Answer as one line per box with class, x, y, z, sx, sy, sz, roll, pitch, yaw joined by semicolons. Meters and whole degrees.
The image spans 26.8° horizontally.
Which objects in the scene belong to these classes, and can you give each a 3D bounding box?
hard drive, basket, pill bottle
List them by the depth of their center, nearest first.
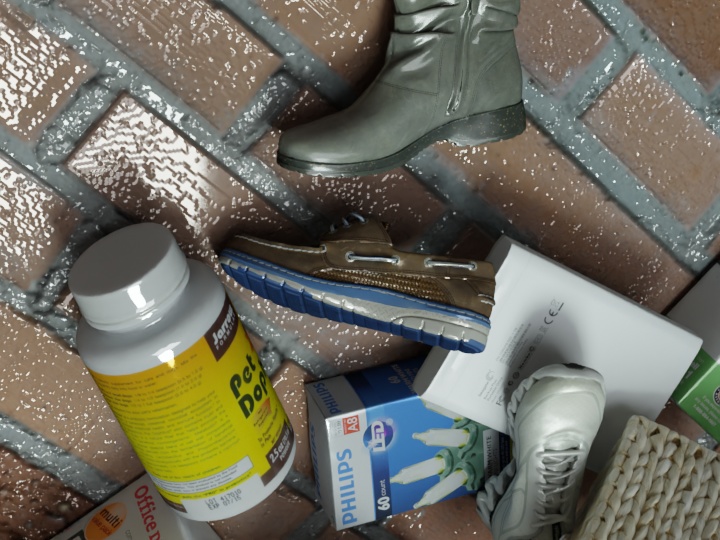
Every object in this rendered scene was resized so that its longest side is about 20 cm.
pill bottle;-0.126;0.070;1.049;0.108;0.109;0.201;-27;123;-6
basket;0.216;0.252;1.111;0.160;0.199;0.201;28;129;8
hard drive;0.151;0.069;1.141;0.199;0.027;0.133;25;103;-28

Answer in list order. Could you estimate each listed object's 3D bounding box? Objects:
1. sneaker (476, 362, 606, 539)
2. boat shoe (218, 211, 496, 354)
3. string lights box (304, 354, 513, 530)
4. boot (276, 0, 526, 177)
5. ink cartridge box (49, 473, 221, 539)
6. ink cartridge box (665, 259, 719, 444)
sneaker;0.139;0.150;1.113;0.074;0.082;0.201;3;132;-9
boat shoe;0.000;0.000;1.071;0.198;0.072;0.073;16;77;0
string lights box;0.061;0.122;1.179;0.198;0.059;0.104;-13;117;-16
boot;0.027;-0.145;1.034;0.198;0.068;0.132;-16;116;-22
ink cartridge box;-0.178;0.280;1.115;0.199;0.147;0.145;-34;123;-2
ink cartridge box;0.346;0.051;1.242;0.200;0.084;0.146;-47;123;7
